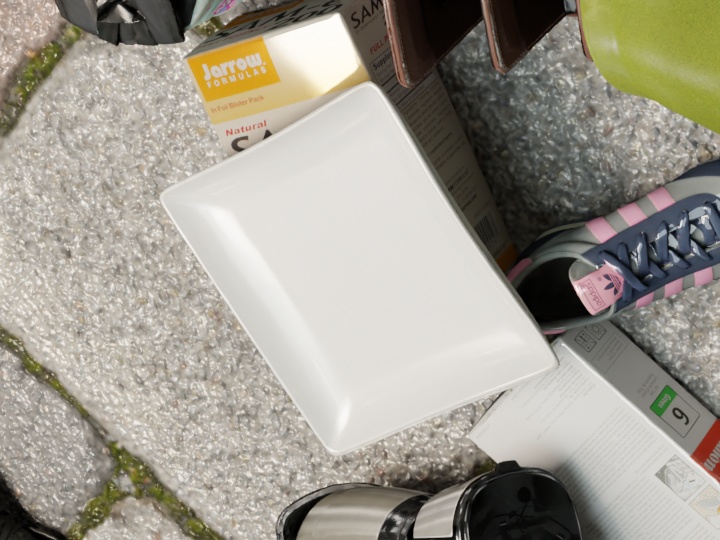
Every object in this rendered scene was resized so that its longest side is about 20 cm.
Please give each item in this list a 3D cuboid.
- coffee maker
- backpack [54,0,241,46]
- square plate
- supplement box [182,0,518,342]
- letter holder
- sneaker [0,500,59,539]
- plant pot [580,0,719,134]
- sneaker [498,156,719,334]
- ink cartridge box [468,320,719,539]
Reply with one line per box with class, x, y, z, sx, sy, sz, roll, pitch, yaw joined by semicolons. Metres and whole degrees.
coffee maker;0.058;0.220;1.659;0.200;0.135;0.192;-10;111;55
backpack;-0.121;-0.232;1.541;0.167;0.127;0.200;18;127;35
square plate;0.000;0.000;1.570;0.198;0.028;0.200;-25;103;42
supplement box;-0.005;-0.067;1.602;0.126;0.074;0.200;-14;109;36
letter holder;0.077;-0.207;1.426;0.100;0.142;0.200;7;120;27
sneaker;-0.259;0.198;1.924;0.104;0.060;0.200;9;127;28
plant pot;0.225;-0.143;1.362;0.193;0.200;0.201;14;124;38
sneaker;0.166;-0.005;1.532;0.200;0.082;0.070;-25;102;38
ink cartridge box;0.176;0.126;1.626;0.200;0.050;0.109;41;130;2
